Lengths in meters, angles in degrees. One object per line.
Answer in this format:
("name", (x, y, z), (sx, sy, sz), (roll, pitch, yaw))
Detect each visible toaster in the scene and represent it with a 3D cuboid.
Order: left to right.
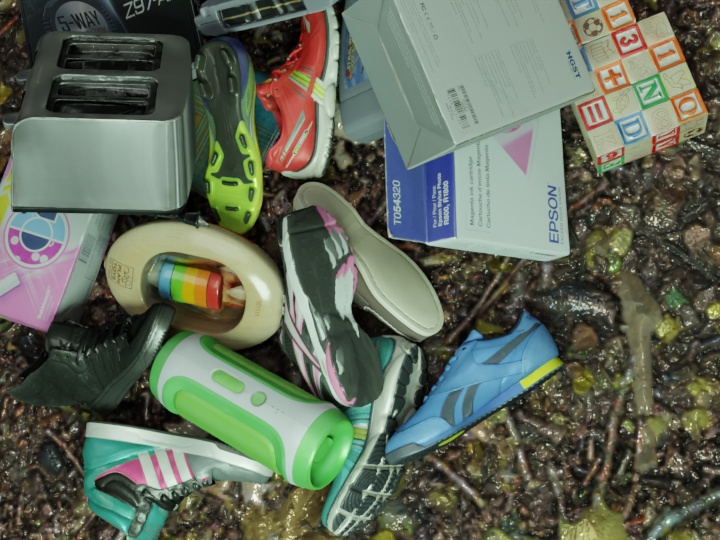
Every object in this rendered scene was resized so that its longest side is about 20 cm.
("toaster", (-0.246, -0.142, 1.280), (0.198, 0.120, 0.182), (2, 38, -5))

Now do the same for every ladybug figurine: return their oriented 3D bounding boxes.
("ladybug figurine", (-0.163, 0.008, 1.308), (0.198, 0.072, 0.137), (16, 117, 9))

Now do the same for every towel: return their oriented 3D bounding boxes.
("towel", (-0.175, -0.166, 1.392), (0.199, 0.022, 0.147), (28, 84, 18))

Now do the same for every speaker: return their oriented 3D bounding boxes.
("speaker", (-0.105, 0.132, 1.234), (0.199, 0.088, 0.089), (26, 84, 27))

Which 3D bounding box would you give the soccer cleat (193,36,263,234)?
("soccer cleat", (-0.125, -0.139, 1.323), (0.064, 0.084, 0.202), (-3, 100, 18))

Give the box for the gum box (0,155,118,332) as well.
("gum box", (-0.332, -0.040, 1.371), (0.112, 0.066, 0.202), (16, 81, 13))

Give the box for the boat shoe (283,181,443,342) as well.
("boat shoe", (0.000, 0.000, 1.296), (0.200, 0.072, 0.060), (44, 132, 8))

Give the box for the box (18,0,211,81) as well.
("box", (-0.265, -0.258, 1.404), (0.198, 0.044, 0.162), (-18, 70, 12))

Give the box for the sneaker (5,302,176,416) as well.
("sneaker", (-0.270, 0.082, 1.293), (0.104, 0.060, 0.200), (31, 128, -12))

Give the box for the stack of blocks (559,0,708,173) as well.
("stack of blocks", (0.255, -0.214, 1.290), (0.114, 0.059, 0.202), (-21, 74, 6))

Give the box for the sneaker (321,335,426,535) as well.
("sneaker", (0.004, 0.161, 1.265), (0.079, 0.077, 0.202), (11, 75, 33))

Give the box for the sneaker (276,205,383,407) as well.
("sneaker", (-0.051, 0.041, 1.241), (0.086, 0.080, 0.202), (-22, 77, 45))

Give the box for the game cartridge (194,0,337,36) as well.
("game cartridge", (-0.065, -0.295, 1.319), (0.199, 0.041, 0.133), (-2, 37, 44))

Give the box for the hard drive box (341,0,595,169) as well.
("hard drive box", (0.103, -0.200, 1.186), (0.199, 0.077, 0.157), (-23, 91, -37))

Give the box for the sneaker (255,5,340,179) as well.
("sneaker", (-0.065, -0.195, 1.326), (0.084, 0.077, 0.202), (5, 79, -5))

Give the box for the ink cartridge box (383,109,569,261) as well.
("ink cartridge box", (0.114, -0.117, 1.244), (0.043, 0.198, 0.199), (-18, 70, 52))

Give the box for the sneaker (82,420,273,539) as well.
("sneaker", (-0.188, 0.222, 1.274), (0.198, 0.084, 0.122), (8, 81, 12))

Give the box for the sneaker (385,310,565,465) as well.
("sneaker", (0.098, 0.112, 1.238), (0.199, 0.066, 0.079), (-32, 80, -8))

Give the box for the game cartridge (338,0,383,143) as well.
("game cartridge", (0.026, -0.237, 1.315), (0.133, 0.041, 0.202), (-12, 71, 51))
